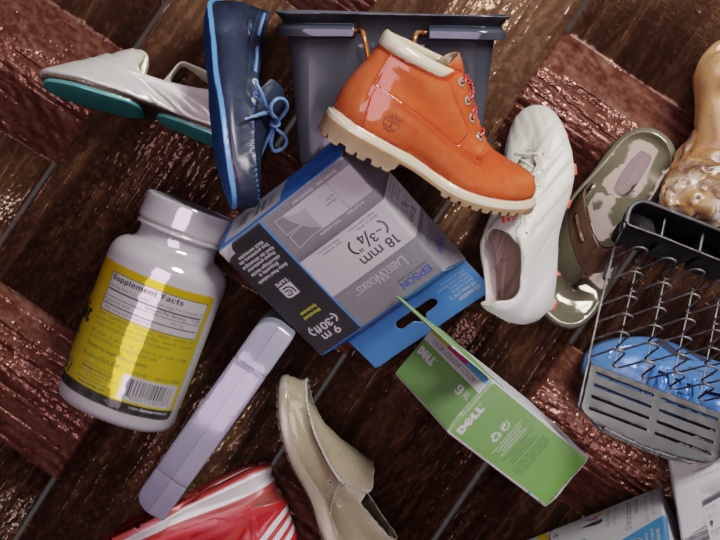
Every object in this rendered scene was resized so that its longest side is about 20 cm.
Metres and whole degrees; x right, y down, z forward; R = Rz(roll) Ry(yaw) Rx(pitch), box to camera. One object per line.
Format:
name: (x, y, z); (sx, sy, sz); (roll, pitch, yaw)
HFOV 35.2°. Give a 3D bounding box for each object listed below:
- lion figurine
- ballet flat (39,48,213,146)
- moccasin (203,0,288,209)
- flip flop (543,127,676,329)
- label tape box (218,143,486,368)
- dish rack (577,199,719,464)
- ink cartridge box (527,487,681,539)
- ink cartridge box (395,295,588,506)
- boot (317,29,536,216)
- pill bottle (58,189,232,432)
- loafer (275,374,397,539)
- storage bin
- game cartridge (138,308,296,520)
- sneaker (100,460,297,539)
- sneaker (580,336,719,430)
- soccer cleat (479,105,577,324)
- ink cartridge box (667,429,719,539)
lion figurine: (0.324, -0.133, 1.008); (0.122, 0.072, 0.200); (1, 87, -9)
ballet flat: (-0.187, -0.165, 1.037); (0.200, 0.069, 0.069); (17, 94, -5)
moccasin: (-0.095, -0.151, 0.982); (0.068, 0.080, 0.200); (-2, 74, -14)
flip flop: (0.221, -0.040, 1.028); (0.081, 0.058, 0.200); (33, 94, 0)
label tape box: (0.000, 0.000, 0.988); (0.144, 0.063, 0.200); (-36, 110, 22)
dish rack: (0.267, 0.056, 0.960); (0.153, 0.055, 0.200); (20, 69, -6)
ink cartridge box: (0.202, 0.311, 0.986); (0.200, 0.147, 0.146); (-26, 93, 15)
ink cartridge box: (0.097, 0.113, 0.974); (0.059, 0.104, 0.200); (-49, 124, 3)
boot: (0.077, -0.115, 0.917); (0.200, 0.075, 0.107); (23, 104, -25)
pill bottle: (-0.187, 0.034, 1.020); (0.111, 0.111, 0.200); (22, 93, 1)
loafer: (-0.023, 0.182, 1.045); (0.068, 0.076, 0.200); (-20, 102, 2)
storage bin: (0.027, -0.159, 0.996); (0.200, 0.146, 0.134); (1, 103, 2)
game cartridge: (-0.126, 0.123, 1.012); (0.040, 0.133, 0.200); (35, 93, -6)
sneaker: (-0.152, 0.268, 1.050); (0.200, 0.078, 0.116); (-26, 91, 4)
sneaker: (0.301, 0.107, 1.025); (0.200, 0.078, 0.066); (16, 96, 2)
soccer cleat: (0.145, -0.053, 1.005); (0.069, 0.078, 0.200); (-2, 81, 45)
ink cartridge box: (0.334, 0.247, 0.944); (0.085, 0.200, 0.146); (-28, 120, 27)
